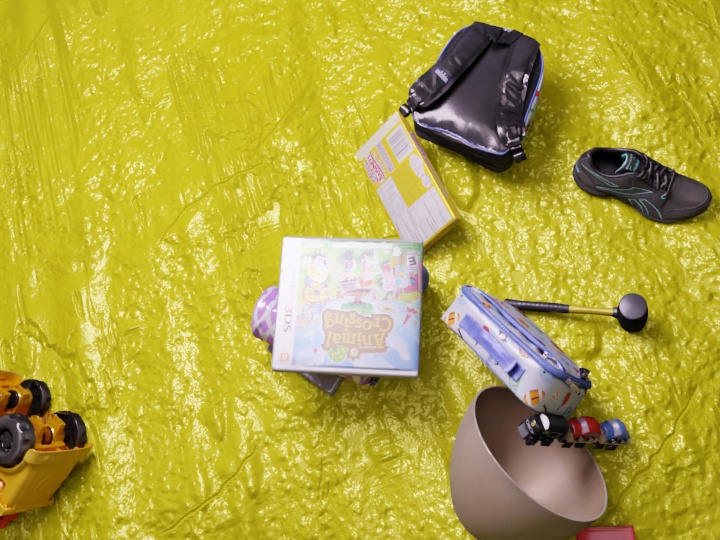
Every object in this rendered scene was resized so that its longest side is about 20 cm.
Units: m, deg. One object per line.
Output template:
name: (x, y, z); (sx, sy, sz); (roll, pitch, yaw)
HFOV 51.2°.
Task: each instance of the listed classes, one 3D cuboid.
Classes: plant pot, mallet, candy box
plant pot: (0.187, 0.267, 0.944); (0.200, 0.199, 0.135); (46, 119, 20)
mallet: (0.297, 0.051, 1.040); (0.195, 0.066, 0.042); (6, 71, 13)
candy box: (0.070, -0.130, 1.141); (0.102, 0.026, 0.203); (-41, 65, 35)

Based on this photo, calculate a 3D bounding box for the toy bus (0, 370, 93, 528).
toy bus: (-0.526, 0.271, 1.111); (0.199, 0.135, 0.194); (35, 97, 22)

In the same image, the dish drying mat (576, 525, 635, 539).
dish drying mat: (0.318, 0.428, 0.940); (0.075, 0.018, 0.205); (-5, 72, 10)

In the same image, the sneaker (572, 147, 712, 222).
sneaker: (0.401, -0.125, 1.071); (0.196, 0.079, 0.077); (16, 75, 14)

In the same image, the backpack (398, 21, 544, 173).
backpack: (0.185, -0.260, 1.120); (0.197, 0.154, 0.193); (26, 86, 11)

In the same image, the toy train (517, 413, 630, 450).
toy train: (0.276, 0.201, 0.945); (0.046, 0.197, 0.035); (-48, 45, 34)

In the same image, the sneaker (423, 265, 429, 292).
sneaker: (0.000, 0.000, 1.072); (0.195, 0.088, 0.077); (5, 68, 9)

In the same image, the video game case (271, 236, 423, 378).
video game case: (-0.016, 0.047, 1.005); (0.195, 0.022, 0.186); (2, 75, 7)

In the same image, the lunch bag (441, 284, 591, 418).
lunch bag: (0.203, 0.105, 0.972); (0.076, 0.159, 0.200); (-53, 51, 10)

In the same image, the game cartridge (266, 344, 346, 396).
game cartridge: (-0.035, 0.069, 1.119); (0.128, 0.038, 0.202); (30, 80, 23)

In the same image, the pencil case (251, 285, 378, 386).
pencil case: (-0.058, 0.088, 1.060); (0.197, 0.085, 0.086); (22, 43, 15)
